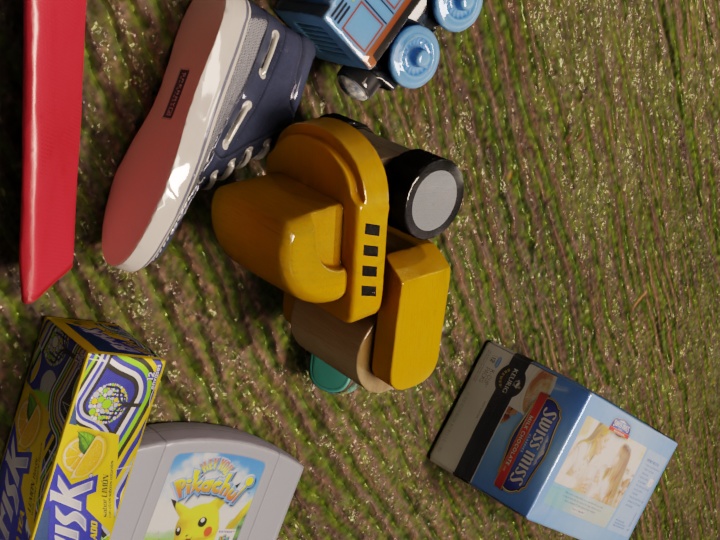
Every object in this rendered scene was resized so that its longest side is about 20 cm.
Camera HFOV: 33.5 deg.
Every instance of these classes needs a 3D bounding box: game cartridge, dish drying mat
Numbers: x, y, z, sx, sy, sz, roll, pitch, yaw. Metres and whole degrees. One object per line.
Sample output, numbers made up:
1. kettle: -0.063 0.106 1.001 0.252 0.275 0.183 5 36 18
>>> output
1. game cartridge: -0.134 0.186 0.938 0.199 0.040 0.134 14 96 -46
2. dish drying mat: -0.192 -0.086 0.737 0.077 0.018 0.201 -70 169 -70

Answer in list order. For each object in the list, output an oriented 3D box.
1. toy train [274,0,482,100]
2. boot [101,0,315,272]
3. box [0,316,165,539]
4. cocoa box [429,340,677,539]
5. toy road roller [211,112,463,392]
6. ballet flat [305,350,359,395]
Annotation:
1. toy train: 0.033 -0.222 0.866 0.200 0.087 0.114 -55 130 -8
2. boot: -0.098 -0.084 0.812 0.090 0.073 0.201 22 93 -41
3. box: -0.204 0.139 0.822 0.064 0.070 0.201 10 102 -43
4. cocoa box: 0.193 0.176 1.173 0.200 0.131 0.134 29 88 -47
5. toy road roller: -0.026 -0.007 0.831 0.145 0.123 0.201 -18 124 -38
6. ballet flat: 0.000 0.000 0.964 0.074 0.074 0.201 1 110 -44
